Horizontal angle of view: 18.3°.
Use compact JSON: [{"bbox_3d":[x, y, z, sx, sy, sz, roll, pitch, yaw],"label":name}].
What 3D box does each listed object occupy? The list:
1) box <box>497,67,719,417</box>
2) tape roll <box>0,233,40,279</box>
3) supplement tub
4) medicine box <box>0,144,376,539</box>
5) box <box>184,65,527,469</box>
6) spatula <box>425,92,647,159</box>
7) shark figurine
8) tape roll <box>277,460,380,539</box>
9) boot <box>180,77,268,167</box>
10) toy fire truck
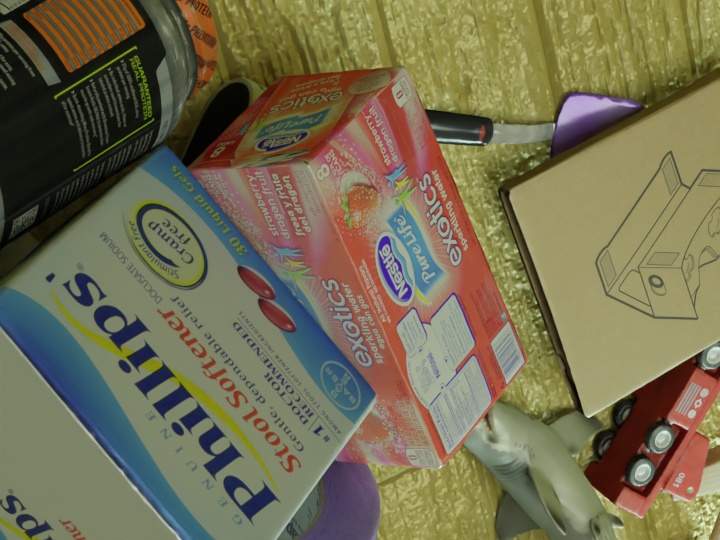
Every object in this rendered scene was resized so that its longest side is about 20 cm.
[{"bbox_3d":[0.197,-0.023,1.410,0.199,0.021,0.164,-28,112,-16],"label":"box"},{"bbox_3d":[-0.215,0.039,1.167,0.202,0.204,0.037,27,128,-33],"label":"tape roll"},{"bbox_3d":[-0.174,-0.091,1.148,0.200,0.122,0.123,-36,125,-36],"label":"supplement tub"},{"bbox_3d":[-0.113,0.065,1.133,0.103,0.200,0.182,-36,98,32],"label":"medicine box"},{"bbox_3d":[0.000,0.000,1.231,0.103,0.094,0.201,-48,125,-39],"label":"box"},{"bbox_3d":[0.090,-0.085,1.370,0.199,0.021,0.057,3,108,-27],"label":"spatula"},{"bbox_3d":[0.123,0.177,1.449,0.089,0.215,0.128,-36,165,37],"label":"shark figurine"},{"bbox_3d":[-0.092,0.152,1.262,0.199,0.200,0.085,-4,123,-25],"label":"tape roll"},{"bbox_3d":[-0.063,0.007,1.304,0.144,0.072,0.201,30,91,-34],"label":"boot"},{"bbox_3d":[0.228,0.132,1.513,0.141,0.049,0.201,28,95,-33],"label":"toy fire truck"}]
